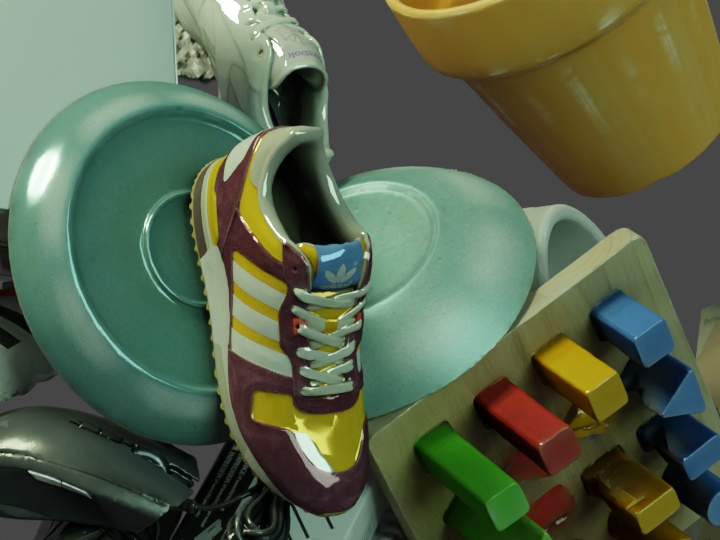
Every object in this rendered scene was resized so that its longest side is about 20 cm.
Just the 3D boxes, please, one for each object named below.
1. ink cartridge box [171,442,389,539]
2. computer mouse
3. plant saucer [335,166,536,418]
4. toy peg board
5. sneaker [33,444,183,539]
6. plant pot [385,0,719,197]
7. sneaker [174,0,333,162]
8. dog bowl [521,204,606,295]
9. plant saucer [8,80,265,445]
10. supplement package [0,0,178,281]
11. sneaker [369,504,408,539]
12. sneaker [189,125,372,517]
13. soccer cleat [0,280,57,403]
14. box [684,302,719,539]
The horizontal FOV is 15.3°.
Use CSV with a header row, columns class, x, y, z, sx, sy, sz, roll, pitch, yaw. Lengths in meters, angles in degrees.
class,x,y,z,sx,sy,sz,roll,pitch,yaw
ink cartridge box,-0.024,0.104,1.538,0.093,0.044,0.201,16,54,18
computer mouse,-0.121,0.091,1.436,0.141,0.199,0.046,-55,152,-61
plant saucer,0.000,0.000,1.528,0.202,0.200,0.039,-61,140,-34
toy peg board,0.132,0.121,1.510,0.199,0.098,0.201,-36,125,-13
sneaker,-0.141,0.159,1.431,0.076,0.087,0.200,51,51,-11
plant pot,0.143,-0.154,1.709,0.184,0.199,0.201,57,48,-28
sneaker,-0.055,-0.138,1.596,0.075,0.099,0.201,-5,76,-36
dog bowl,0.128,0.051,1.644,0.200,0.058,0.201,47,33,-42
plant saucer,-0.092,-0.008,1.422,0.199,0.027,0.201,12,68,-32
supplement package,-0.191,-0.106,1.472,0.155,0.111,0.201,9,69,-35
sneaker,0.010,0.173,1.553,0.073,0.071,0.201,36,56,-22
sneaker,-0.030,0.025,1.381,0.075,0.090,0.201,-12,82,-37
soccer cleat,-0.193,0.043,1.452,0.199,0.068,0.086,7,79,-33
box,0.270,0.116,1.761,0.077,0.095,0.201,25,59,-28
